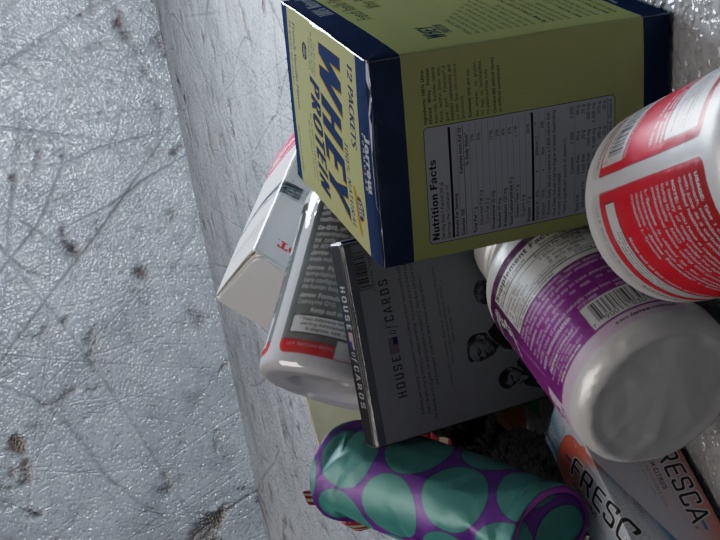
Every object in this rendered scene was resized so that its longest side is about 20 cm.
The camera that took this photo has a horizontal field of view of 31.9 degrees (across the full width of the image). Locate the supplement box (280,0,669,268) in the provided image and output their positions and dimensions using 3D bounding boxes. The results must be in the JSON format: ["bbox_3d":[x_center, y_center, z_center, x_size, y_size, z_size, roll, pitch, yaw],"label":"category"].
[{"bbox_3d":[0.071,-0.115,0.855,0.200,0.199,0.135,-131,32,-61],"label":"supplement box"}]

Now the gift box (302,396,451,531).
[{"bbox_3d":[0.025,0.138,1.206,0.200,0.184,0.187,65,-173,-66],"label":"gift box"}]

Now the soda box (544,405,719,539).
[{"bbox_3d":[0.197,0.171,0.863,0.064,0.068,0.200,95,159,-49],"label":"soda box"}]

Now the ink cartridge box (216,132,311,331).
[{"bbox_3d":[-0.027,-0.026,1.139,0.084,0.145,0.200,-45,19,43],"label":"ink cartridge box"}]

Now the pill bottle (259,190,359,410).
[{"bbox_3d":[0.000,0.000,0.987,0.114,0.114,0.201,131,155,-72],"label":"pill bottle"}]

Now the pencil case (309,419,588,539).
[{"bbox_3d":[0.059,0.170,0.913,0.200,0.085,0.093,14,135,41],"label":"pencil case"}]

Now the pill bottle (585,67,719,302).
[{"bbox_3d":[0.197,-0.047,0.610,0.200,0.112,0.113,156,102,-75],"label":"pill bottle"}]

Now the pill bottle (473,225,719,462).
[{"bbox_3d":[0.151,0.026,0.840,0.200,0.112,0.113,-121,24,-53],"label":"pill bottle"}]

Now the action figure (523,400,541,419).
[{"bbox_3d":[0.110,0.022,1.072,0.118,0.055,0.200,51,-165,-32],"label":"action figure"}]

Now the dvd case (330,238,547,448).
[{"bbox_3d":[0.081,0.034,0.936,0.025,0.200,0.151,2,104,64],"label":"dvd case"}]

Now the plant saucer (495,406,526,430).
[{"bbox_3d":[0.095,0.074,1.090,0.200,0.032,0.200,57,-164,-27],"label":"plant saucer"}]

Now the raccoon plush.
[{"bbox_3d":[0.128,0.169,0.945,0.097,0.200,0.134,-65,18,-3],"label":"raccoon plush"}]
